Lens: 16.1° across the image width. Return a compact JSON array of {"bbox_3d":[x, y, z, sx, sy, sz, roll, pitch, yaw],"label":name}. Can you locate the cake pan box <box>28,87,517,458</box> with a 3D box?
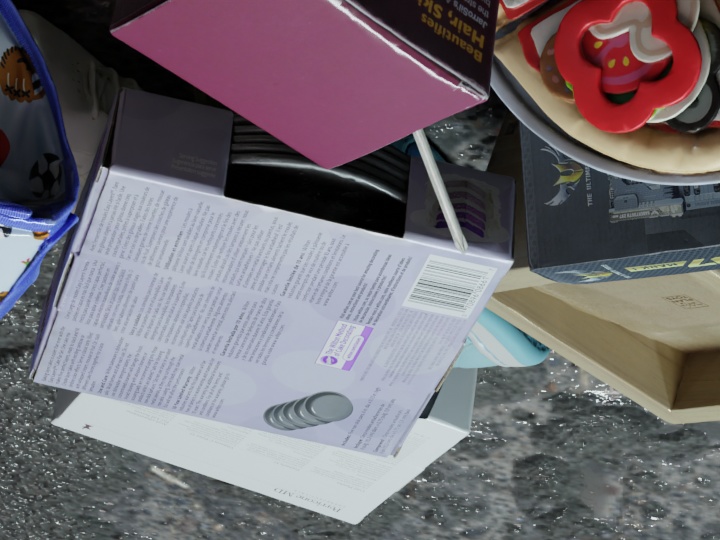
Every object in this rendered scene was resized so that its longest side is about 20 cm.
[{"bbox_3d":[-0.043,0.005,1.148,0.184,0.052,0.200,10,147,-11],"label":"cake pan box"}]

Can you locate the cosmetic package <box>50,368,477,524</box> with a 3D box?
[{"bbox_3d":[-0.056,0.071,1.446,0.200,0.052,0.151,20,145,-18],"label":"cosmetic package"}]

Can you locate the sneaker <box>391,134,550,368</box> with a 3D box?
[{"bbox_3d":[0.000,0.000,1.292,0.131,0.080,0.200,-13,142,29],"label":"sneaker"}]

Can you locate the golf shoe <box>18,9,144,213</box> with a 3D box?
[{"bbox_3d":[-0.117,-0.070,1.226,0.092,0.075,0.200,-10,153,13],"label":"golf shoe"}]

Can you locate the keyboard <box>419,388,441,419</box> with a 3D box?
[{"bbox_3d":[-0.058,0.041,1.279,0.200,0.040,0.104,14,151,-1],"label":"keyboard"}]

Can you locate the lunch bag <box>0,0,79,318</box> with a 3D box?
[{"bbox_3d":[-0.219,-0.062,1.130,0.200,0.124,0.170,50,146,3],"label":"lunch bag"}]

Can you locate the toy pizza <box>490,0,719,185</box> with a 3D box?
[{"bbox_3d":[0.122,-0.132,0.941,0.200,0.200,0.032,-7,170,24],"label":"toy pizza"}]

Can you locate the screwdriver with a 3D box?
[{"bbox_3d":[0.010,-0.092,1.034,0.028,0.029,0.200,-19,107,7],"label":"screwdriver"}]

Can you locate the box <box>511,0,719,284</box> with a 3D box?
[{"bbox_3d":[0.137,-0.102,0.976,0.158,0.200,0.051,-8,169,23],"label":"box"}]

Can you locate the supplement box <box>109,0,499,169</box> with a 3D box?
[{"bbox_3d":[-0.009,-0.154,0.927,0.110,0.200,0.086,32,142,-34],"label":"supplement box"}]

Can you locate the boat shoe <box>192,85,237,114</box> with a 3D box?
[{"bbox_3d":[-0.044,-0.137,1.092,0.075,0.068,0.200,9,130,9],"label":"boat shoe"}]

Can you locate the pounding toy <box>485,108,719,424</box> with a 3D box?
[{"bbox_3d":[0.156,-0.040,1.161,0.200,0.142,0.184,32,156,-29],"label":"pounding toy"}]
